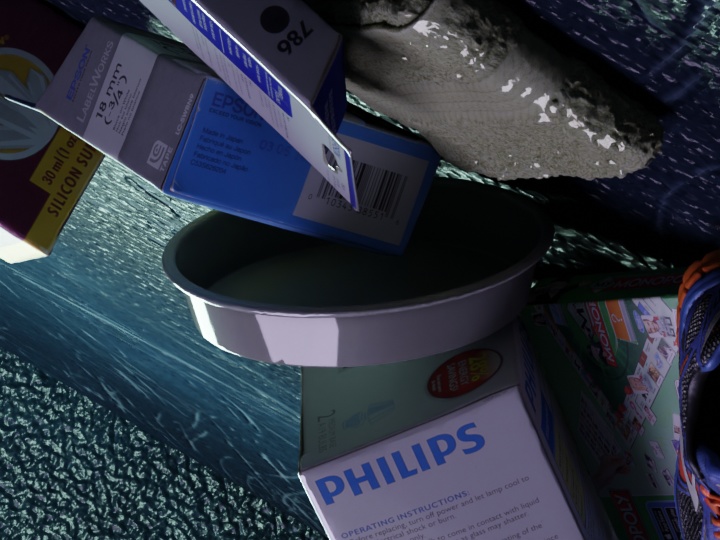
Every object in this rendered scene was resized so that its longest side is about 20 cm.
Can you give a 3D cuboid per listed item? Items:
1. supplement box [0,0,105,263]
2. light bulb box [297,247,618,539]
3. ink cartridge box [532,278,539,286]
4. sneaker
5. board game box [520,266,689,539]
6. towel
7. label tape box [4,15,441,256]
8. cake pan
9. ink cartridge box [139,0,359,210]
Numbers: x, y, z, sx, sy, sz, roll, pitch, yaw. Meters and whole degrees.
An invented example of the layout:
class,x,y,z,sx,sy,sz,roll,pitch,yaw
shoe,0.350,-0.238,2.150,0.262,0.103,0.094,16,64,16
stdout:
class,x,y,z,sx,sy,sz,roll,pitch,yaw
supplement box,-0.245,-0.111,1.753,0.200,0.131,0.103,32,168,-15
light bulb box,0.058,0.116,1.572,0.198,0.124,0.200,-93,-20,-65
ink cartridge box,0.147,0.053,1.697,0.200,0.045,0.176,27,155,12
sneaker,0.179,0.092,1.419,0.075,0.078,0.201,-6,115,14
board game box,0.173,0.091,1.511,0.134,0.029,0.200,-4,119,42
towel,0.044,-0.086,1.355,0.148,0.037,0.200,33,169,-21
label tape box,-0.074,-0.076,1.511,0.144,0.063,0.200,15,-171,-33
cake pan,0.000,0.000,1.512,0.200,0.200,0.037,18,121,47
ink cartridge box,-0.060,-0.118,1.350,0.200,0.039,0.099,45,171,10
